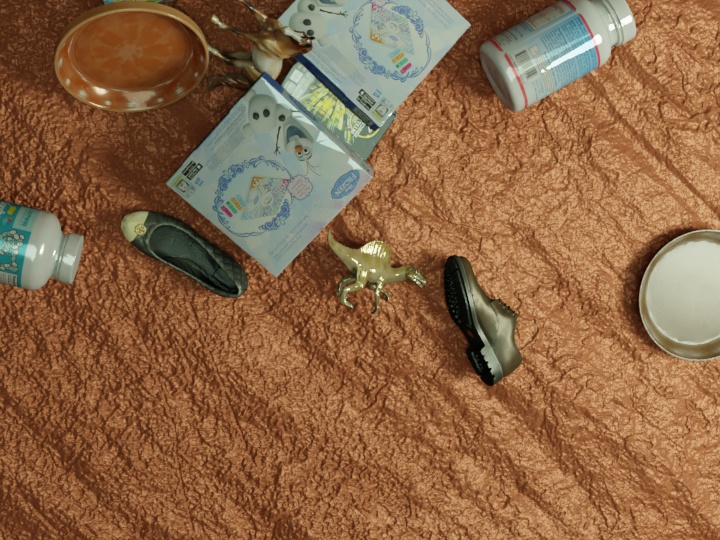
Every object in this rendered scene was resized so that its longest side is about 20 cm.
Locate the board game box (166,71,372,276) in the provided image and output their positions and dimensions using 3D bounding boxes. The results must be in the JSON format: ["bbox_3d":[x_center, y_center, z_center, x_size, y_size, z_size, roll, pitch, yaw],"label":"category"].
[{"bbox_3d":[-0.122,-0.127,1.515,0.199,0.043,0.200,42,107,-13],"label":"board game box"}]

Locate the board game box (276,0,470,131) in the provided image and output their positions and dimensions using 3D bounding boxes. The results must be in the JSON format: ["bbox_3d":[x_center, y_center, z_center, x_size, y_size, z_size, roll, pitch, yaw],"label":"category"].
[{"bbox_3d":[0.014,-0.330,1.528,0.200,0.043,0.199,43,80,-8],"label":"board game box"}]

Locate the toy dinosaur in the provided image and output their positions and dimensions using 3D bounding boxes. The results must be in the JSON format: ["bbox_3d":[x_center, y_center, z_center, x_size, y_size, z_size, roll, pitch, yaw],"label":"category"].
[{"bbox_3d":[0.000,0.000,1.598,0.200,0.058,0.101,22,99,-37],"label":"toy dinosaur"}]

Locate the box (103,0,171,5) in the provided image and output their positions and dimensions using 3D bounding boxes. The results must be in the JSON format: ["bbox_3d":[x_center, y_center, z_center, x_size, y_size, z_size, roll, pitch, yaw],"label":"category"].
[{"bbox_3d":[-0.263,-0.457,1.461,0.192,0.122,0.200,-16,102,-4],"label":"box"}]

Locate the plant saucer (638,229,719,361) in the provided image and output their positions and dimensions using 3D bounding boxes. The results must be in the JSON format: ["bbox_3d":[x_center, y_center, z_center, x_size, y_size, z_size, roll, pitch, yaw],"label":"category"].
[{"bbox_3d":[0.511,0.036,1.683,0.200,0.032,0.201,-1,100,-5],"label":"plant saucer"}]

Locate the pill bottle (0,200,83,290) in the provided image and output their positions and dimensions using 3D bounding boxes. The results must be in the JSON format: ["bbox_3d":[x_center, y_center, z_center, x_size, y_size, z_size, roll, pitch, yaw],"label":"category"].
[{"bbox_3d":[-0.483,-0.038,1.519,0.200,0.111,0.111,13,99,-9],"label":"pill bottle"}]

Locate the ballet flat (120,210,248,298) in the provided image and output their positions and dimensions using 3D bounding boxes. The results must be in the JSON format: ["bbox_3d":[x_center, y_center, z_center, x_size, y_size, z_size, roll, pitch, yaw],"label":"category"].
[{"bbox_3d":[-0.244,-0.026,1.574,0.200,0.057,0.067,29,95,-11],"label":"ballet flat"}]

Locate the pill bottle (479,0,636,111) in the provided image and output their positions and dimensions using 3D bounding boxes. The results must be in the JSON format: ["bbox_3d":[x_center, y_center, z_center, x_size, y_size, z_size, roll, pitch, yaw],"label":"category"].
[{"bbox_3d":[0.274,-0.312,1.554,0.200,0.109,0.109,-28,102,-1],"label":"pill bottle"}]

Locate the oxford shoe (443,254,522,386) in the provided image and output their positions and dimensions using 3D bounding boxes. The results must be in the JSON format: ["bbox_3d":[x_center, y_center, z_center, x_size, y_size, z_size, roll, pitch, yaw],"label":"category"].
[{"bbox_3d":[0.181,0.061,1.640,0.084,0.073,0.200,-27,105,-18],"label":"oxford shoe"}]

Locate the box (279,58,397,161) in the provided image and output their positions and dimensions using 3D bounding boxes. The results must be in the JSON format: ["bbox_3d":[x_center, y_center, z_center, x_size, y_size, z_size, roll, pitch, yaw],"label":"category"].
[{"bbox_3d":[-0.069,-0.184,1.570,0.161,0.049,0.200,35,95,-8],"label":"box"}]

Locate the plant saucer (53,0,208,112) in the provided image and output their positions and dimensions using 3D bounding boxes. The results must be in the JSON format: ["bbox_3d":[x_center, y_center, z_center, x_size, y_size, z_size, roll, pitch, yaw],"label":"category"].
[{"bbox_3d":[-0.301,-0.283,1.472,0.200,0.200,0.032,-11,60,-4],"label":"plant saucer"}]

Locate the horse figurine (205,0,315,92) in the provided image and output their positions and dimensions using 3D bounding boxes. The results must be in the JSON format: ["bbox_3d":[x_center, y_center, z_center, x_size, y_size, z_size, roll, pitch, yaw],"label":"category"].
[{"bbox_3d":[-0.143,-0.293,1.492,0.132,0.200,0.050,26,61,-10],"label":"horse figurine"}]
